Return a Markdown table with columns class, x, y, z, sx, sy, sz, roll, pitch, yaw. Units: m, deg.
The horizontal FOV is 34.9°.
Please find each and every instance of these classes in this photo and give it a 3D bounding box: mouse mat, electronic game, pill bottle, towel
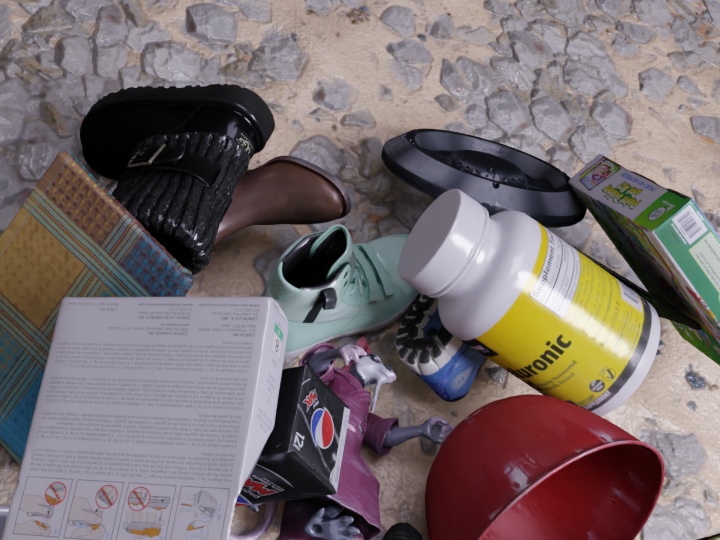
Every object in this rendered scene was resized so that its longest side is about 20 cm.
| class | x | y | z | sx | sy | sz | roll | pitch | yaw |
| --- | --- | --- | --- | --- | --- | --- | --- | --- | --- |
| mouse mat | 0.213 | 0.004 | 1.024 | 0.159 | 0.200 | 0.008 | 31 | 91 | 0 |
| electronic game | 0.115 | -0.085 | 1.063 | 0.197 | 0.042 | 0.201 | 14 | 20 | -5 |
| pill bottle | 0.131 | 0.023 | 0.908 | 0.199 | 0.111 | 0.112 | 33 | 52 | -17 |
| towel | -0.226 | 0.035 | 0.844 | 0.146 | 0.201 | 0.022 | 43 | 14 | 11 |

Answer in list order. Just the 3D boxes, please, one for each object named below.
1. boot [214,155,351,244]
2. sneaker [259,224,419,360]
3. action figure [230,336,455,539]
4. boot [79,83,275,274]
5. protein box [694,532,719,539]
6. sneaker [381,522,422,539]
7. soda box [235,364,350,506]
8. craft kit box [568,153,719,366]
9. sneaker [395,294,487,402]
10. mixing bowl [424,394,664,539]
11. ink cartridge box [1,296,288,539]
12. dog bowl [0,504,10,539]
| class | x | y | z | sx | sy | sz | roll | pitch | yaw |
| --- | --- | --- | --- | --- | --- | --- | --- | --- | --- |
| boot | -0.125 | -0.013 | 0.936 | 0.184 | 0.065 | 0.201 | 7 | 43 | 32 |
| sneaker | 0.000 | 0.000 | 0.973 | 0.199 | 0.119 | 0.074 | -27 | 69 | -33 |
| action figure | -0.022 | 0.135 | 0.914 | 0.134 | 0.148 | 0.201 | 50 | 31 | -19 |
| boot | -0.178 | -0.070 | 0.921 | 0.080 | 0.209 | 0.159 | 51 | 50 | -36 |
| protein box | 0.210 | 0.321 | 0.822 | 0.196 | 0.135 | 0.203 | -14 | 74 | -27 |
| sneaker | -0.014 | 0.263 | 0.835 | 0.090 | 0.067 | 0.202 | 28 | 56 | -4 |
| soda box | -0.108 | 0.126 | 0.814 | 0.063 | 0.197 | 0.072 | 47 | 41 | -41 |
| craft kit box | 0.274 | 0.005 | 0.964 | 0.048 | 0.198 | 0.201 | -38 | 107 | 5 |
| sneaker | 0.094 | 0.030 | 1.017 | 0.078 | 0.090 | 0.201 | 0 | 46 | 35 |
| mixing bowl | 0.124 | 0.171 | 0.886 | 0.197 | 0.203 | 0.109 | -14 | 43 | -27 |
| ink cartridge box | -0.138 | 0.115 | 0.741 | 0.158 | 0.050 | 0.203 | 0 | 66 | 17 |
| dog bowl | -0.241 | 0.263 | 0.745 | 0.197 | 0.079 | 0.203 | 9 | 57 | -14 |
